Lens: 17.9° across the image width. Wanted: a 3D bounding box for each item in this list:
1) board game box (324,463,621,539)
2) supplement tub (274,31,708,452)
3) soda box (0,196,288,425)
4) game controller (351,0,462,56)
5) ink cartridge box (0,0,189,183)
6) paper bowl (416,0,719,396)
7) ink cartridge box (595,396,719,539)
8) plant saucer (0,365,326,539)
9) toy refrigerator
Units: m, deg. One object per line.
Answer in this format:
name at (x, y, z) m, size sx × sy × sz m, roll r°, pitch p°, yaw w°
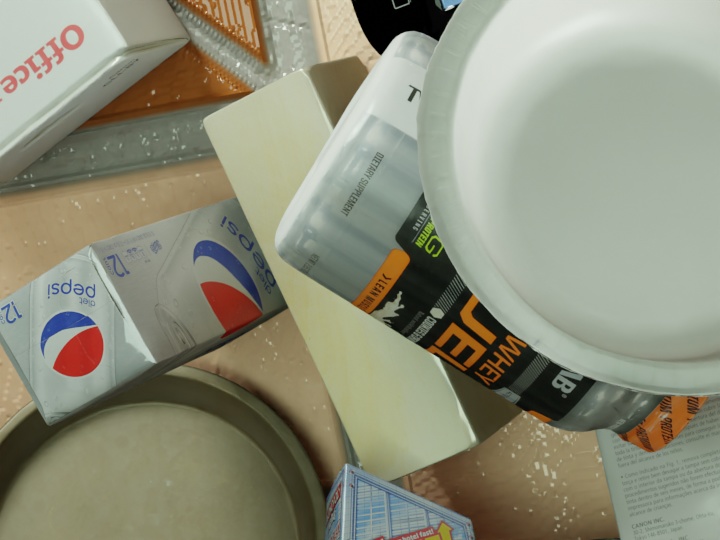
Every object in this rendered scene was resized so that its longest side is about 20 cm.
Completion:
board game box at (0.056, 0.187, 1.084) m, size 0.199 × 0.062 × 0.200 m, roll -6°, pitch 69°, yaw -14°
supplement tub at (0.072, -0.009, 1.034) m, size 0.200 × 0.123 × 0.123 m, roll 31°, pitch 110°, yaw -3°
soda box at (-0.096, 0.014, 1.109) m, size 0.068 × 0.200 × 0.064 m, roll -30°, pitch 88°, yaw 21°
game controller at (0.079, -0.169, 1.061) m, size 0.200 × 0.042 × 0.105 m, roll -19°, pitch 81°, yaw 26°
ink cartridge box at (-0.206, -0.157, 1.184) m, size 0.145 × 0.083 × 0.200 m, roll -35°, pitch 86°, yaw 23°
paper bowl at (0.120, -0.046, 0.884) m, size 0.200 × 0.104 × 0.201 m, roll 7°, pitch 112°, yaw 18°
ink cartridge box at (0.188, 0.038, 1.098) m, size 0.161 × 0.050 × 0.200 m, roll -18°, pitch 74°, yaw 22°
plant saucer at (-0.113, 0.146, 1.187) m, size 0.200 × 0.029 × 0.201 m, roll -2°, pitch 71°, yaw 5°
toy refrigerator at (0.000, 0.000, 1.137) m, size 0.070 × 0.076 × 0.200 m, roll -24°, pitch 91°, yaw 23°
